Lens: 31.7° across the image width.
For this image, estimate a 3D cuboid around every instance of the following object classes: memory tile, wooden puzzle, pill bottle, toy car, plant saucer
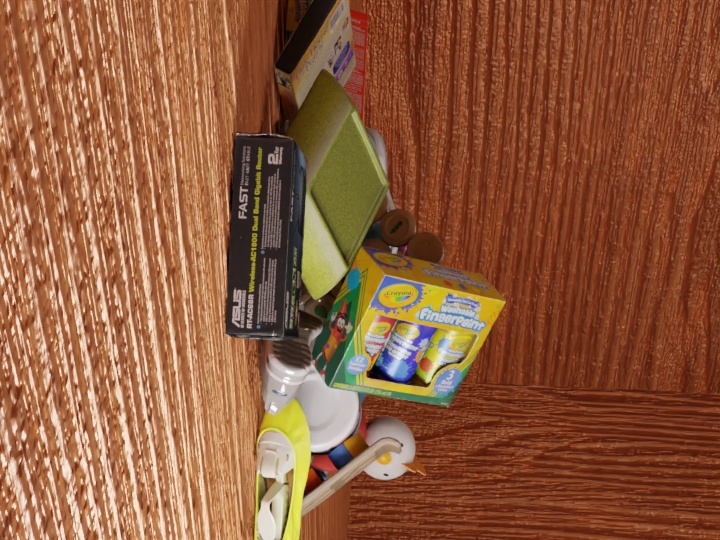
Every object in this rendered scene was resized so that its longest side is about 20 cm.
[{"bbox_3d":[0.000,0.000,1.654,0.200,0.153,0.017,-47,166,-4],"label":"memory tile"},{"bbox_3d":[-0.039,0.271,1.679,0.047,0.198,0.185,57,-4,11],"label":"wooden puzzle"},{"bbox_3d":[-0.057,0.187,1.699,0.200,0.117,0.122,83,10,-78],"label":"pill bottle"},{"bbox_3d":[0.014,0.262,1.909,0.177,0.197,0.187,-70,-176,-81],"label":"toy car"},{"bbox_3d":[-0.031,-0.100,1.512,0.201,0.047,0.201,-64,145,-31],"label":"plant saucer"}]

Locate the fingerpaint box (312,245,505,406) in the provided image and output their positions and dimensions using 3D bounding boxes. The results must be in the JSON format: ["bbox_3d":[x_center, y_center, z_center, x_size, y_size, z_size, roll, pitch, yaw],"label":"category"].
[{"bbox_3d":[0.059,0.074,1.591,0.168,0.198,0.073,-63,-143,19],"label":"fingerpaint box"}]

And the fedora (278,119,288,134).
[{"bbox_3d":[-0.063,-0.101,1.626,0.200,0.089,0.180,-75,167,-79],"label":"fedora"}]

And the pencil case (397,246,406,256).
[{"bbox_3d":[0.015,0.039,1.824,0.202,0.087,0.089,-62,170,-15],"label":"pencil case"}]

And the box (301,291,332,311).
[{"bbox_3d":[-0.011,0.058,1.716,0.095,0.196,0.079,-76,168,-81],"label":"box"}]

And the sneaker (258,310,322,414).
[{"bbox_3d":[-0.096,0.100,1.526,0.200,0.074,0.083,-77,-168,-69],"label":"sneaker"}]

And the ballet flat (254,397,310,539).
[{"bbox_3d":[-0.099,0.252,1.514,0.067,0.066,0.204,-20,116,-64],"label":"ballet flat"}]

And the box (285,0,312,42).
[{"bbox_3d":[-0.073,-0.328,1.736,0.201,0.047,0.119,92,1,-63],"label":"box"}]

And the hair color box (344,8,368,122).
[{"bbox_3d":[-0.040,-0.275,1.884,0.111,0.063,0.203,-31,-129,60],"label":"hair color box"}]

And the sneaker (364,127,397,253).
[{"bbox_3d":[-0.017,-0.100,1.748,0.130,0.079,0.203,-1,77,-52],"label":"sneaker"}]

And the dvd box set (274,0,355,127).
[{"bbox_3d":[-0.056,-0.267,1.653,0.148,0.029,0.200,-61,167,-16],"label":"dvd box set"}]

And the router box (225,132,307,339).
[{"bbox_3d":[-0.094,-0.030,1.302,0.150,0.061,0.204,40,52,-85],"label":"router box"}]
